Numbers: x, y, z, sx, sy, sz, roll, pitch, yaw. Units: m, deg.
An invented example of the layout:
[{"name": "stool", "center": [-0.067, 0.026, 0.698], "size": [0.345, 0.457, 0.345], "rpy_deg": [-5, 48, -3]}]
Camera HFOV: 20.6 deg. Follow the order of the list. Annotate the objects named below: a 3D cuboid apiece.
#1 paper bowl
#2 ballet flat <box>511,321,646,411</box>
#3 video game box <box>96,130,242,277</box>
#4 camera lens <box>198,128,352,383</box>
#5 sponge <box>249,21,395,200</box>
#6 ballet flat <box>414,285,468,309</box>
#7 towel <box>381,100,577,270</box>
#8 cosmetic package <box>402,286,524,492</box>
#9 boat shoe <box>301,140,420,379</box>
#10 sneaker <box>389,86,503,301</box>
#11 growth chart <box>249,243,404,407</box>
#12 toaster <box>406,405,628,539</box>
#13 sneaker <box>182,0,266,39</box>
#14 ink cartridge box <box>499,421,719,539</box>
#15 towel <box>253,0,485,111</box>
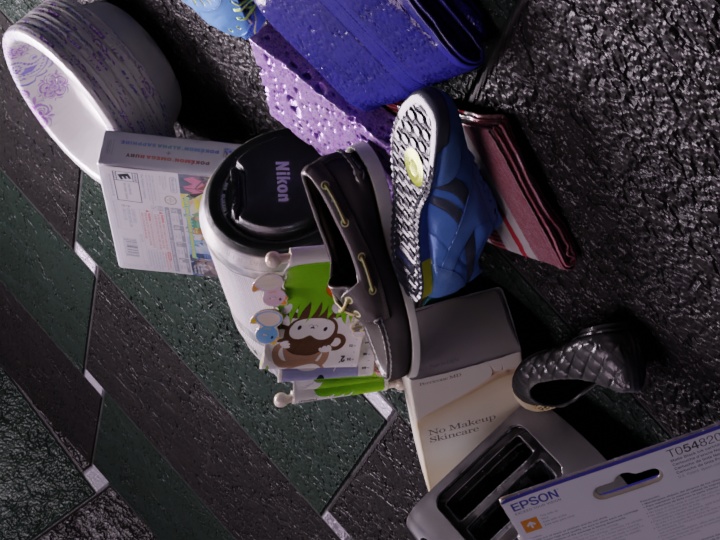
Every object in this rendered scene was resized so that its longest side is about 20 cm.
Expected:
[{"name": "paper bowl", "center": [-0.256, -0.186, 1.980], "size": [0.200, 0.104, 0.201], "rpy_deg": [43, 159, 21]}, {"name": "ballet flat", "center": [0.170, 0.089, 1.596], "size": [0.200, 0.066, 0.057], "rpy_deg": [137, 129, -68]}, {"name": "video game box", "center": [-0.154, -0.058, 1.933], "size": [0.180, 0.047, 0.201], "rpy_deg": [8, 151, 4]}, {"name": "camera lens", "center": [-0.048, -0.013, 1.757], "size": [0.160, 0.160, 0.201], "rpy_deg": [36, 156, 34]}, {"name": "sponge", "center": [-0.007, -0.112, 1.627], "size": [0.200, 0.030, 0.112], "rpy_deg": [41, 162, 25]}, {"name": "ballet flat", "center": [0.074, 0.051, 1.776], "size": [0.201, 0.067, 0.064], "rpy_deg": [79, 171, -51]}, {"name": "towel", "center": [0.082, -0.077, 1.570], "size": [0.199, 0.023, 0.145], "rpy_deg": [23, 149, 55]}, {"name": "cosmetic package", "center": [0.092, 0.111, 1.739], "size": [0.201, 0.102, 0.074], "rpy_deg": [76, 178, -54]}, {"name": "boat shoe", "center": [0.000, 0.000, 1.598], "size": [0.072, 0.060, 0.203], "rpy_deg": [28, 135, 64]}, {"name": "sneaker", "center": [0.068, -0.064, 1.511], "size": [0.201, 0.078, 0.066], "rpy_deg": [90, 155, -44]}, {"name": "growth chart", "center": [-0.024, 0.046, 1.696], "size": [0.201, 0.143, 0.018], "rpy_deg": [92, 161, -46]}, {"name": "toaster", "center": [0.164, 0.232, 1.692], "size": [0.181, 0.200, 0.119], "rpy_deg": [47, 178, 35]}, {"name": "sneaker", "center": [-0.097, -0.244, 1.611], "size": [0.105, 0.076, 0.199], "rpy_deg": [38, 166, -24]}, {"name": "ink cartridge box", "center": [0.231, 0.205, 1.530], "size": [0.041, 0.198, 0.201], "rpy_deg": [-87, -27, -56]}, {"name": "towel", "center": [0.005, -0.193, 1.468], "size": [0.148, 0.050, 0.200], "rpy_deg": [46, 159, -13]}]
